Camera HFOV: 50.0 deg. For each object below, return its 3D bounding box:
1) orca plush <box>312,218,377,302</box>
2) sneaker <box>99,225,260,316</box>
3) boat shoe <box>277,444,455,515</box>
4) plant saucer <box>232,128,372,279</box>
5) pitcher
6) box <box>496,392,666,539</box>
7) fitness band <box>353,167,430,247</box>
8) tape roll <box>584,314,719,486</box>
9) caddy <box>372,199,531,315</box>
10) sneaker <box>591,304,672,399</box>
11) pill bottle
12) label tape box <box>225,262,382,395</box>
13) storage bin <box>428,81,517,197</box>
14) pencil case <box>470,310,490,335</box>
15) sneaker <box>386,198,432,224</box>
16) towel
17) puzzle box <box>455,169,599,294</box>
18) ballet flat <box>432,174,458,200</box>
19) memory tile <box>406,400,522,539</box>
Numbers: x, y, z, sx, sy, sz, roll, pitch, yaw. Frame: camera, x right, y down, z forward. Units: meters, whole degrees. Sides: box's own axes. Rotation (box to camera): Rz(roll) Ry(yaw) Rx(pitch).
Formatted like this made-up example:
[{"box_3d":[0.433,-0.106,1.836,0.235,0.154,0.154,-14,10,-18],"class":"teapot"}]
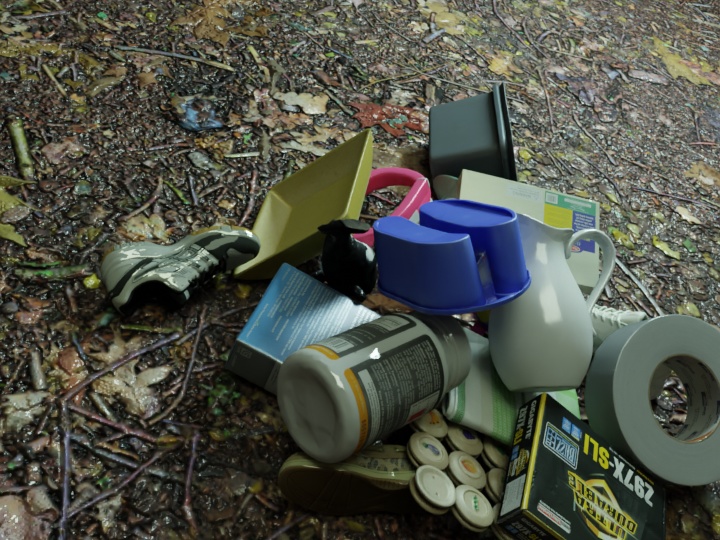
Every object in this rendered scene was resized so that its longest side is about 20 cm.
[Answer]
[{"box_3d":[0.000,0.000,0.959,0.104,0.200,0.072,-23,69,-16],"class":"orca plush"},{"box_3d":[-0.214,0.006,0.953,0.198,0.076,0.088,-14,58,-17],"class":"sneaker"},{"box_3d":[0.005,0.216,0.822,0.198,0.074,0.063,13,36,-23],"class":"boat shoe"},{"box_3d":[-0.064,-0.077,1.032,0.048,0.199,0.201,46,36,-26],"class":"plant saucer"},{"box_3d":[0.236,0.042,0.926,0.169,0.121,0.203,2,76,-12],"class":"pitcher"},{"box_3d":[0.246,0.254,0.836,0.199,0.049,0.160,39,40,-10],"class":"box"},{"box_3d":[0.019,-0.089,1.100,0.142,0.038,0.200,3,38,31],"class":"fitness band"},{"box_3d":[0.378,0.158,0.943,0.198,0.066,0.203,3,77,-14],"class":"tape roll"},{"box_3d":[0.098,-0.008,0.861,0.140,0.106,0.199,-20,20,-23],"class":"caddy"},{"box_3d":[0.347,0.078,1.055,0.199,0.100,0.078,39,46,19],"class":"sneaker"},{"box_3d":[0.020,0.111,0.807,0.199,0.117,0.116,-18,54,-41],"class":"pill bottle"},{"box_3d":[-0.040,0.098,0.922,0.199,0.066,0.144,30,43,-2],"class":"label tape box"},{"box_3d":[0.183,-0.196,1.261,0.133,0.146,0.201,-7,43,12],"class":"storage bin"},{"box_3d":[0.232,0.013,1.053,0.199,0.089,0.088,-31,61,-20],"class":"pencil case"},{"box_3d":[0.098,-0.049,1.110,0.075,0.081,0.200,-32,31,-3],"class":"sneaker"},{"box_3d":[0.185,0.160,0.937,0.199,0.031,0.150,28,39,-15],"class":"towel"},{"box_3d":[0.219,-0.050,1.017,0.198,0.025,0.134,13,63,-5],"class":"puzzle box"},{"box_3d":[0.174,-0.072,1.142,0.199,0.068,0.064,37,58,19],"class":"ballet flat"},{"box_3d":[0.117,0.204,0.855,0.152,0.017,0.201,27,29,-14],"class":"memory tile"}]
